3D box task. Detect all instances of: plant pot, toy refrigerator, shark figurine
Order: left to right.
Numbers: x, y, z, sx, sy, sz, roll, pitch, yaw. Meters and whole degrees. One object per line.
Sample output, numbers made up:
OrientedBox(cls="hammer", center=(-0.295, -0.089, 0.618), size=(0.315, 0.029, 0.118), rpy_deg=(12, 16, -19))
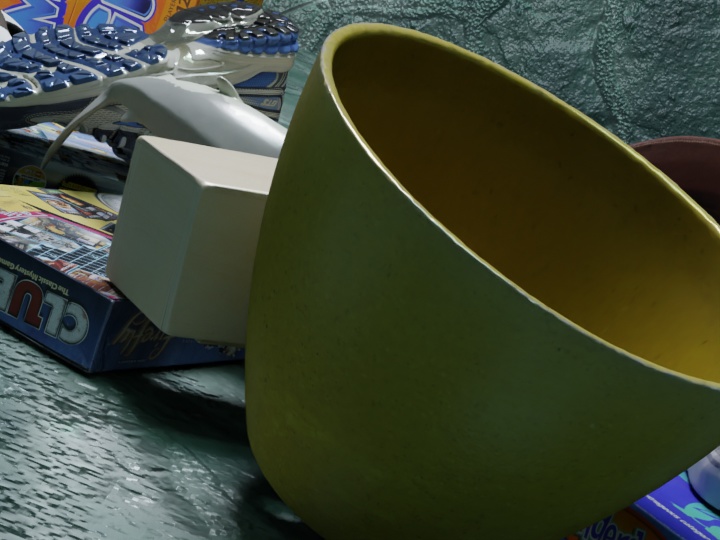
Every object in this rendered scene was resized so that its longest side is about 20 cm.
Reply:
OrientedBox(cls="shark figurine", center=(-0.074, -0.043, 0.826), size=(0.214, 0.090, 0.128), rpy_deg=(29, -15, 21))
OrientedBox(cls="toy refrigerator", center=(-0.001, -0.001, 0.750), size=(0.199, 0.070, 0.076), rpy_deg=(9, 14, -31))
OrientedBox(cls="plant pot", center=(0.036, 0.027, 0.640), size=(0.199, 0.142, 0.200), rpy_deg=(28, 25, -14))

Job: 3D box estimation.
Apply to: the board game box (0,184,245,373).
OrientedBox(cls="board game box", center=(-0.117, 0.001, 0.830), size=(0.135, 0.035, 0.200), rpy_deg=(26, 11, 24))

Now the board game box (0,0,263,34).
OrientedBox(cls="board game box", center=(-0.205, -0.264, 1.554), size=(0.199, 0.201, 0.200), rpy_deg=(23, 10, 9))

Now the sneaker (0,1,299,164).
OrientedBox(cls="sneaker", center=(-0.120, -0.088, 0.959), size=(0.199, 0.086, 0.077), rpy_deg=(-12, 30, -30))

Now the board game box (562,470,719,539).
OrientedBox(cls="board game box", center=(0.174, 0.128, 0.746), size=(0.199, 0.045, 0.152), rpy_deg=(15, 12, -38))

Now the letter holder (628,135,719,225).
OrientedBox(cls="letter holder", center=(0.128, -0.022, 1.021), size=(0.100, 0.143, 0.200), rpy_deg=(16, -3, -17))

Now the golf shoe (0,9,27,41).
OrientedBox(cls="golf shoe", center=(-0.247, -0.128, 1.084), size=(0.094, 0.078, 0.200), rpy_deg=(34, -8, -1))

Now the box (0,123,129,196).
OrientedBox(cls="box", center=(-0.188, -0.061, 0.990), size=(0.199, 0.040, 0.137), rpy_deg=(16, 12, -29))

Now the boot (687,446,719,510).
OrientedBox(cls="boot", center=(0.179, 0.044, 0.786), size=(0.073, 0.096, 0.200), rpy_deg=(21, 10, -7))
